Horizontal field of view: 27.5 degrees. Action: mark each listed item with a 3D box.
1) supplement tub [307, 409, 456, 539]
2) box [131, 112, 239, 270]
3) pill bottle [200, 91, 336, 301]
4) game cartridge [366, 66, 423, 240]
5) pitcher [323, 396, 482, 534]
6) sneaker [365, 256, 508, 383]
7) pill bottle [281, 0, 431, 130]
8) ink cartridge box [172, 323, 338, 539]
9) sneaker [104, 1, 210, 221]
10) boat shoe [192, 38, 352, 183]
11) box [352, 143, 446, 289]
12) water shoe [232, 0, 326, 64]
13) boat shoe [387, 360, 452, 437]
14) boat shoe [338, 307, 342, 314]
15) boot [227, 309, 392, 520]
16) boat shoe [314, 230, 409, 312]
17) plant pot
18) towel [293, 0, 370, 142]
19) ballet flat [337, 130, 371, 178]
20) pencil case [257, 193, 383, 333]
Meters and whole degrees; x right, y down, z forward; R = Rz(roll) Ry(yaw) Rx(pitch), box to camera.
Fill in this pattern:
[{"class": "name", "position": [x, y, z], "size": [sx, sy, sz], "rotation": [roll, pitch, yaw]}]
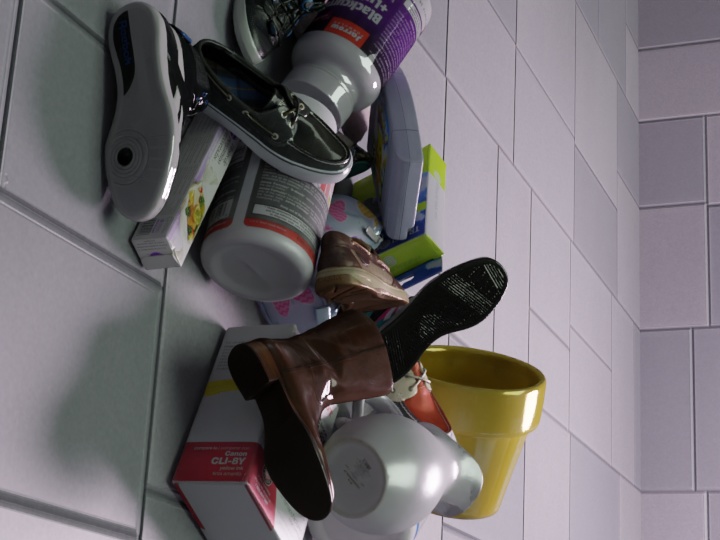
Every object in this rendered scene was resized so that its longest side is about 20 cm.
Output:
[{"class": "supplement tub", "position": [0.027, 0.247, 1.712], "size": [0.200, 0.131, 0.132], "rotation": [-46, 129, -63]}, {"class": "box", "position": [-0.164, -0.081, 1.409], "size": [0.200, 0.041, 0.039], "rotation": [-72, 151, -45]}, {"class": "pill bottle", "position": [-0.087, -0.078, 1.501], "size": [0.116, 0.115, 0.201], "rotation": [61, 33, -47]}, {"class": "game cartridge", "position": [0.038, -0.148, 1.719], "size": [0.200, 0.040, 0.134], "rotation": [-101, -163, -50]}, {"class": "pitcher", "position": [0.022, 0.191, 1.535], "size": [0.172, 0.121, 0.200], "rotation": [46, 18, 22]}, {"class": "sneaker", "position": [0.073, 0.046, 1.660], "size": [0.084, 0.200, 0.121], "rotation": [53, 4, -16]}, {"class": "pill bottle", "position": [-0.010, -0.252, 1.673], "size": [0.200, 0.111, 0.112], "rotation": [-58, 141, -30]}, {"class": "ink cartridge box", "position": [-0.100, 0.172, 1.467], "size": [0.145, 0.083, 0.200], "rotation": [66, 29, -42]}, {"class": "sneaker", "position": [-0.175, -0.136, 1.345], "size": [0.112, 0.073, 0.201], "rotation": [22, 65, -65]}, {"class": "boat shoe", "position": [-0.090, -0.154, 1.433], "size": [0.200, 0.057, 0.069], "rotation": [31, 53, -10]}, {"class": "box", "position": [0.043, -0.055, 1.772], "size": [0.048, 0.122, 0.200], "rotation": [49, 29, -31]}, {"class": "water shoe", "position": [-0.080, -0.301, 1.608], "size": [0.200, 0.079, 0.072], "rotation": [-72, 149, -44]}, {"class": "boat shoe", "position": [0.045, 0.124, 1.720], "size": [0.071, 0.063, 0.200], "rotation": [-3, 47, -50]}, {"class": "boat shoe", "position": [-0.039, 0.084, 1.659], "size": [0.072, 0.066, 0.201], "rotation": [63, 31, -46]}, {"class": "boot", "position": [-0.021, 0.133, 1.427], "size": [0.200, 0.064, 0.187], "rotation": [-10, 74, -55]}, {"class": "boat shoe", "position": [0.000, 0.000, 1.527], "size": [0.200, 0.072, 0.072], "rotation": [25, 56, -68]}, {"class": "plant pot", "position": [0.131, 0.214, 1.926], "size": [0.201, 0.200, 0.190], "rotation": [-24, 124, -67]}, {"class": "towel", "position": [-0.023, -0.291, 1.810], "size": [0.200, 0.032, 0.191], "rotation": [61, 33, -41]}, {"class": "ballet flat", "position": [-0.040, -0.134, 1.702], "size": [0.200, 0.072, 0.072], "rotation": [-27, 111, -68]}, {"class": "pencil case", "position": [-0.042, -0.005, 1.636], "size": [0.200, 0.090, 0.083], "rotation": [-58, 166, -54]}]
